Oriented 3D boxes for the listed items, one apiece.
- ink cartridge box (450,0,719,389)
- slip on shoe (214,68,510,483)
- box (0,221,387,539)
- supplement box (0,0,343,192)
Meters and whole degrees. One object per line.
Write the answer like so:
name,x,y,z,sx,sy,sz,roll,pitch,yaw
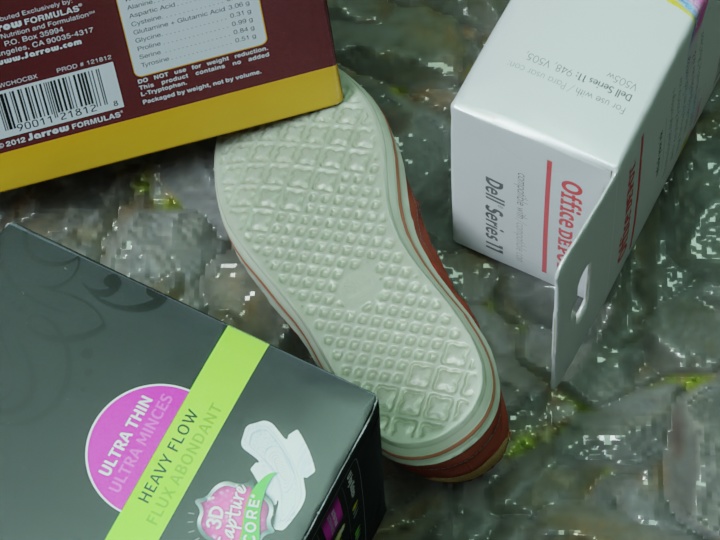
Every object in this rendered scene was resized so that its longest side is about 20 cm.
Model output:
ink cartridge box,0.087,-0.069,0.962,0.067,0.117,0.200,24,68,13
slip on shoe,0.000,0.000,0.970,0.074,0.061,0.200,-30,54,2
box,-0.098,0.116,0.883,0.148,0.124,0.200,24,70,12
supplement box,-0.127,-0.150,0.945,0.197,0.200,0.133,-15,46,-5
